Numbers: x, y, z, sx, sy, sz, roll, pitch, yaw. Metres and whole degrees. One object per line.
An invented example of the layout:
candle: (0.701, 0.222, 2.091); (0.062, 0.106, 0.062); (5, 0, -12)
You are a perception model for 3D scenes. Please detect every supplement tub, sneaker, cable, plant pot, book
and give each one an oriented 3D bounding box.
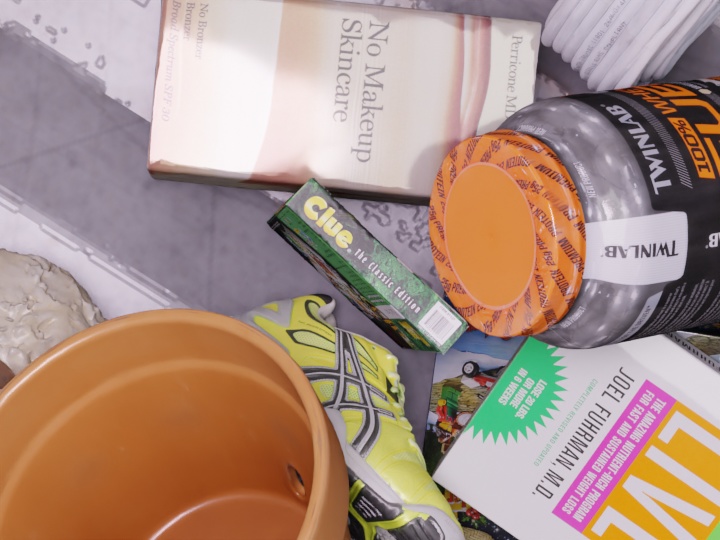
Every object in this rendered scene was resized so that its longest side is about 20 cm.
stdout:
supplement tub: (0.140, -0.029, 1.180); (0.200, 0.122, 0.123); (-10, 92, -36)
sneaker: (-0.002, 0.076, 1.254); (0.076, 0.076, 0.200); (-31, 52, -17)
cable: (0.173, -0.175, 1.237); (0.069, 0.200, 0.200); (40, 50, 4)
plant pot: (-0.087, 0.140, 1.176); (0.199, 0.140, 0.201); (-11, 54, 15)
book: (0.156, 0.108, 1.252); (0.200, 0.048, 0.134); (34, 105, 2)

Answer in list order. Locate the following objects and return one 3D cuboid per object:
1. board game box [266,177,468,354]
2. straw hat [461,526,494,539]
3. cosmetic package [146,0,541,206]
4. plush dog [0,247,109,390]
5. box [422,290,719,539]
board game box: (0.000, 0.000, 1.232); (0.023, 0.200, 0.105); (-45, 93, -4)
straw hat: (0.036, 0.181, 1.270); (0.200, 0.201, 0.085); (-17, 65, -3)
cosmetic package: (-0.010, -0.090, 1.286); (0.199, 0.087, 0.104); (4, 89, -3)
plush dog: (-0.207, 0.064, 1.262); (0.200, 0.160, 0.172); (35, 66, -3)
box: (0.135, 0.087, 1.290); (0.199, 0.038, 0.137); (8, 106, 6)
